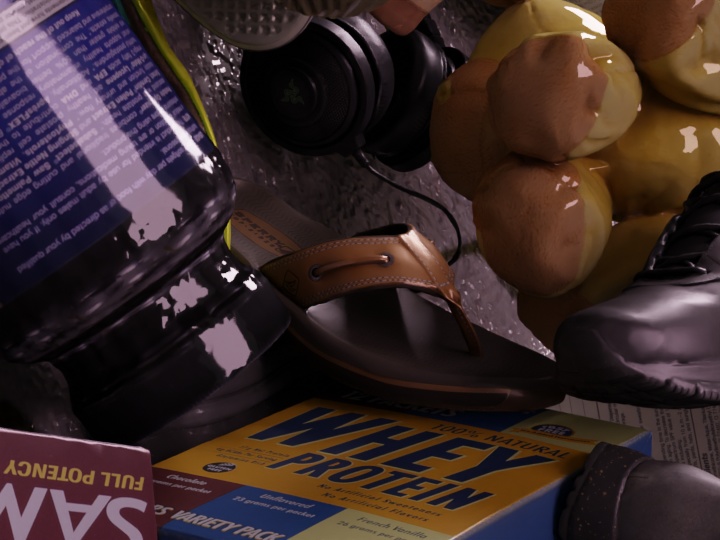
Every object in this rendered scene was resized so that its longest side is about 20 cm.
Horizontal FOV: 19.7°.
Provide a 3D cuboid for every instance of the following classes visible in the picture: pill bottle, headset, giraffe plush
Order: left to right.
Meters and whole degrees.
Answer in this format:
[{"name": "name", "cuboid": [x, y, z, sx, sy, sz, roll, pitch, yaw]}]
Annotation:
[{"name": "pill bottle", "cuboid": [-0.115, -0.039, 0.744, 0.200, 0.112, 0.112, 55, 39, -7]}, {"name": "headset", "cuboid": [-0.008, -0.077, 0.980, 0.123, 0.094, 0.201, 6, 57, -47]}, {"name": "giraffe plush", "cuboid": [0.098, -0.069, 0.911, 0.199, 0.162, 0.173, -16, 120, -34]}]

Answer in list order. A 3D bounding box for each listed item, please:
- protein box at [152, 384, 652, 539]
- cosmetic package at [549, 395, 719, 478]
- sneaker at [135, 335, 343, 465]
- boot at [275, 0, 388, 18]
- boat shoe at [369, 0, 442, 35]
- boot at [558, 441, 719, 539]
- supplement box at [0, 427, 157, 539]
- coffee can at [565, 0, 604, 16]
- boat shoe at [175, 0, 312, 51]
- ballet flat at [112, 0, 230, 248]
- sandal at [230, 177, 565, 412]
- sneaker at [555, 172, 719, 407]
[{"name": "protein box", "cuboid": [0.006, 0.166, 0.778, 0.198, 0.135, 0.201, -19, 113, -54]}, {"name": "cosmetic package", "cuboid": [0.137, 0.089, 0.975, 0.071, 0.199, 0.106, 4, 74, -53]}, {"name": "sneaker", "cuboid": [-0.031, 0.067, 0.885, 0.200, 0.076, 0.091, -13, 94, -45]}, {"name": "boot", "cuboid": [-0.090, -0.178, 0.794, 0.175, 0.200, 0.066, 15, 109, -47]}, {"name": "boat shoe", "cuboid": [-0.022, -0.165, 0.916, 0.076, 0.200, 0.072, 25, 102, -42]}, {"name": "boot", "cuboid": [0.153, 0.148, 0.757, 0.068, 0.130, 0.200, -55, 140, -36]}, {"name": "supplement box", "cuboid": [-0.163, 0.091, 0.580, 0.109, 0.199, 0.061, 15, 65, -50]}, {"name": "coffee can", "cuboid": [0.139, -0.184, 1.130, 0.200, 0.146, 0.147, 39, 48, -38]}, {"name": "boat shoe", "cuboid": [-0.071, -0.173, 0.876, 0.200, 0.075, 0.062, 56, 13, 23]}, {"name": "ballet flat", "cuboid": [-0.094, -0.071, 0.856, 0.067, 0.067, 0.201, -25, 95, -75]}, {"name": "sandal", "cuboid": [0.000, 0.000, 0.848, 0.082, 0.200, 0.055, -9, 125, -44]}, {"name": "sneaker", "cuboid": [0.142, 0.003, 0.813, 0.200, 0.076, 0.091, -11, 98, -48]}]
